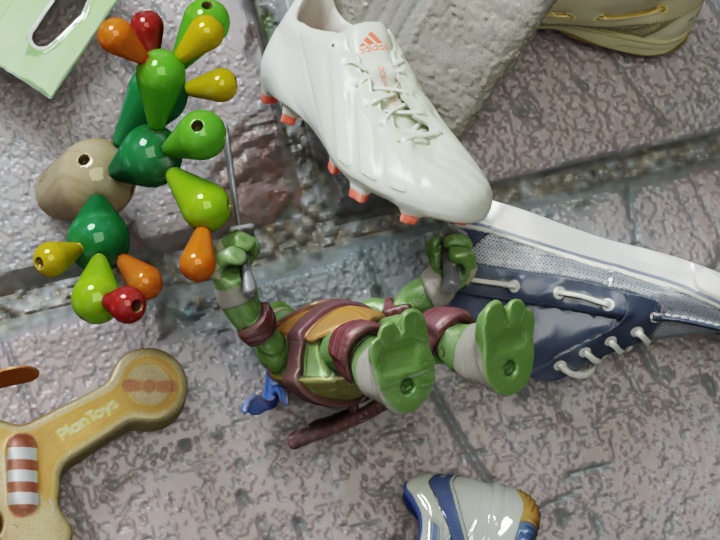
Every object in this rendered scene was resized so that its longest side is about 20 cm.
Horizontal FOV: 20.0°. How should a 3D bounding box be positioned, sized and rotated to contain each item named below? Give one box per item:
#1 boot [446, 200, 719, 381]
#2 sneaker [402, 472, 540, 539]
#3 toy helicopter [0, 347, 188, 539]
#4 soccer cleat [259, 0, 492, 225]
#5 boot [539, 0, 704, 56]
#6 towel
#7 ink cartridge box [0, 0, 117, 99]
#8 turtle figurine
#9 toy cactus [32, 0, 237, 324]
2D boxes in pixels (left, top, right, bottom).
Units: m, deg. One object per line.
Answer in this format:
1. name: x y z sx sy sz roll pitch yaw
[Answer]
1. boot: 0.140 0.029 1.188 0.199 0.073 0.091 17 85 5
2. sneaker: 0.034 0.211 1.143 0.088 0.075 0.201 16 71 8
3. toy helicopter: -0.189 0.096 1.140 0.200 0.079 0.132 -30 75 -22
4. soccer cleat: 0.007 -0.091 1.117 0.069 0.200 0.078 1 119 -38
5. boot: 0.117 -0.193 1.171 0.199 0.156 0.073 12 66 -6
6. towel: 0.046 -0.169 1.152 0.132 0.200 0.034 40 41 7
7. ink cartridge box: -0.233 -0.188 1.181 0.200 0.059 0.104 33 78 0
8. turtle figurine: 0.000 0.000 1.100 0.144 0.194 0.201 32 82 -33
9. toy cactus: -0.134 -0.057 1.114 0.102 0.165 0.201 20 69 -32
